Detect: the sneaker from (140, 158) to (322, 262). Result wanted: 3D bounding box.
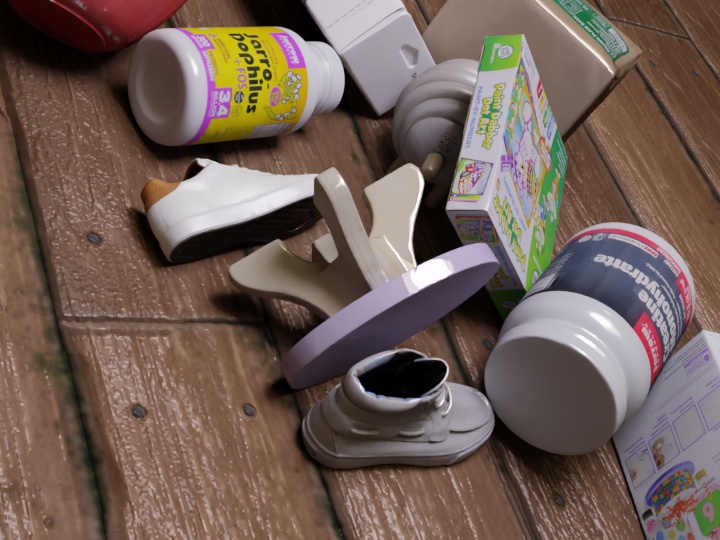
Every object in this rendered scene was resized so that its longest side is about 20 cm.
[{"bbox_3d":[-0.102,-0.071,1.064,0.200,0.073,0.085,-15,64,-43],"label":"sneaker"}]

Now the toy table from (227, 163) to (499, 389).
[{"bbox_3d":[0.000,0.000,1.005,0.199,0.184,0.117,-26,72,-24],"label":"toy table"}]

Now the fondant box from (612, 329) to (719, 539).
[{"bbox_3d":[0.311,0.177,1.083,0.058,0.144,0.201,16,44,-28],"label":"fondant box"}]

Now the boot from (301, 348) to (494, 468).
[{"bbox_3d":[0.053,0.109,0.988,0.199,0.096,0.074,-4,55,-40],"label":"boot"}]

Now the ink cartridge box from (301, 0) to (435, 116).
[{"bbox_3d":[-0.012,-0.284,1.278,0.200,0.084,0.146,60,6,27],"label":"ink cartridge box"}]

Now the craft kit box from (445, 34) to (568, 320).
[{"bbox_3d":[0.145,-0.084,1.152,0.200,0.048,0.198,55,45,-52],"label":"craft kit box"}]

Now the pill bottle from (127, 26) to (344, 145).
[{"bbox_3d":[-0.110,-0.176,1.136,0.200,0.104,0.104,-13,60,-44],"label":"pill bottle"}]

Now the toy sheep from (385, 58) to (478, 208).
[{"bbox_3d":[0.092,-0.144,1.238,0.138,0.138,0.200,30,39,-9],"label":"toy sheep"}]

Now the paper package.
[{"bbox_3d":[0.172,-0.232,1.341,0.200,0.191,0.103,45,39,6],"label":"paper package"}]

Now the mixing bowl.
[{"bbox_3d":[-0.246,-0.266,1.079,0.200,0.200,0.109,27,76,-13],"label":"mixing bowl"}]

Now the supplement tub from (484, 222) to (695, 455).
[{"bbox_3d":[0.209,0.058,1.094,0.140,0.140,0.200,41,44,4],"label":"supplement tub"}]
